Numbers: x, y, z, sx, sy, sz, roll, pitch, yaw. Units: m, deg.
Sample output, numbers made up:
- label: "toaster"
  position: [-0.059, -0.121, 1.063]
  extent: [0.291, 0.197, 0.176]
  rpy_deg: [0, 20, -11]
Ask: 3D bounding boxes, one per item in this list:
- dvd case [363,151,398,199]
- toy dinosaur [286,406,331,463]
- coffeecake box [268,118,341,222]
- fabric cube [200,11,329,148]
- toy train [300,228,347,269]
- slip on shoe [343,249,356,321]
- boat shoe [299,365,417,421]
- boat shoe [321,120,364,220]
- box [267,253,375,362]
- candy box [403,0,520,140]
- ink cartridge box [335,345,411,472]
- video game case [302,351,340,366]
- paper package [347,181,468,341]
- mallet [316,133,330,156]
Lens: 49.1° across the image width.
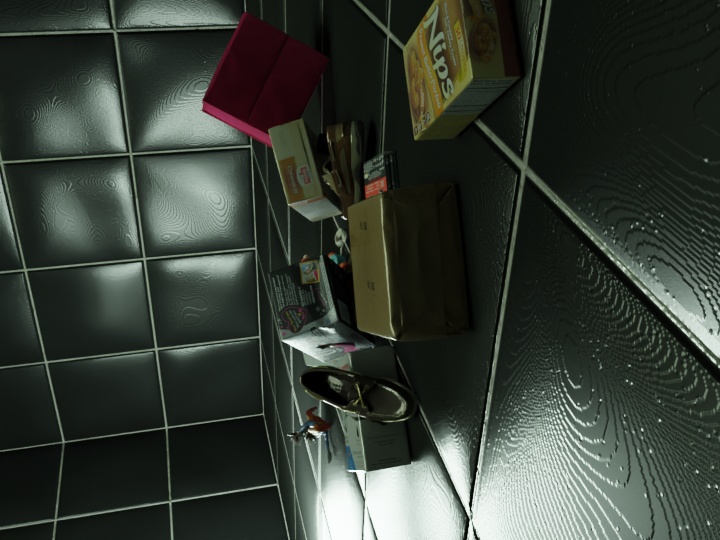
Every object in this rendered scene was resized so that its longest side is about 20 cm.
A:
- label: "dvd case"
  position: [0.037, -0.084, 1.278]
  extent: [0.146, 0.022, 0.201]
  rpy_deg: [177, 89, -77]
- label: "toy dinosaur"
  position: [-0.127, 0.414, 2.107]
  extent: [0.182, 0.105, 0.200]
  rpy_deg: [-48, 33, 46]
- label: "coffeecake box"
  position: [-0.104, -0.192, 1.552]
  extent: [0.200, 0.073, 0.154]
  rpy_deg: [33, -139, -79]
- label: "fabric cube"
  position: [-0.207, -0.391, 1.665]
  extent: [0.200, 0.200, 0.196]
  rpy_deg: [-64, 14, 0]
- label: "toy train"
  position: [-0.093, 0.000, 1.663]
  extent: [0.200, 0.055, 0.151]
  rpy_deg: [-44, 49, 48]
- label: "slip on shoe"
  position: [0.000, 0.000, 1.390]
  extent: [0.076, 0.060, 0.201]
  rpy_deg: [116, 146, -67]
- label: "boat shoe"
  position: [-0.007, 0.196, 1.262]
  extent: [0.059, 0.200, 0.072]
  rpy_deg: [13, -89, -59]
- label: "boat shoe"
  position: [-0.031, -0.176, 1.386]
  extent: [0.076, 0.072, 0.200]
  rpy_deg: [-87, -1, -51]
- label: "box"
  position: [-0.067, 0.074, 1.410]
  extent: [0.200, 0.114, 0.133]
  rpy_deg: [40, -146, -64]
- label: "candy box"
  position: [0.102, -0.224, 0.846]
  extent: [0.200, 0.055, 0.116]
  rpy_deg: [145, 118, -76]
- label: "ink cartridge box"
  position: [0.018, 0.242, 1.368]
  extent: [0.146, 0.084, 0.201]
  rpy_deg: [129, 133, -72]
- label: "video game case"
  position: [-0.075, 0.105, 1.605]
  extent: [0.182, 0.023, 0.201]
  rpy_deg: [-1, 106, 49]
- label: "paper package"
  position: [0.058, -0.009, 1.036]
  extent: [0.200, 0.103, 0.191]
  rpy_deg: [172, 93, -78]
- label: "mallet"
  position: [-0.068, -0.256, 1.564]
  extent: [0.200, 0.066, 0.041]
  rpy_deg: [-131, 49, -70]
